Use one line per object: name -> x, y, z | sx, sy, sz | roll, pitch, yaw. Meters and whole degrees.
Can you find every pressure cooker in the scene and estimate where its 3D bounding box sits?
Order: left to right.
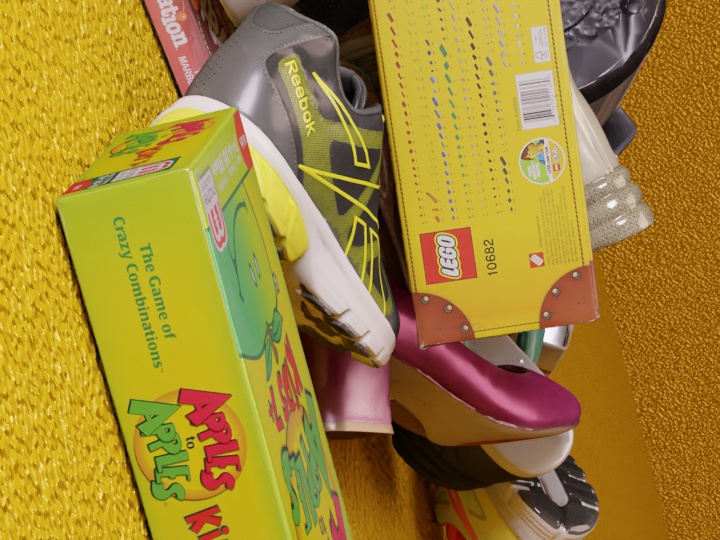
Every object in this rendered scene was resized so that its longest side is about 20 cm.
pressure cooker -> 0.089, -0.155, 1.528 | 0.200, 0.177, 0.178 | 105, -15, -75

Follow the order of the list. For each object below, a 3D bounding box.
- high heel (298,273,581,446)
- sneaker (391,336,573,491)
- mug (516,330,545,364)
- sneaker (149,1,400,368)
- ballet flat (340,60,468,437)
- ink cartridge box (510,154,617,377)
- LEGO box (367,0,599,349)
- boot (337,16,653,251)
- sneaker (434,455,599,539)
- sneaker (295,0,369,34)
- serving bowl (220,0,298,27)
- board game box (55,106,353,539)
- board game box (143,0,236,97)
high heel -> 0.035, 0.031, 1.150 | 0.199, 0.067, 0.097 | 5, 78, -44
sneaker -> 0.025, 0.033, 1.290 | 0.201, 0.070, 0.099 | 56, -30, 7
mug -> 0.060, -0.022, 1.386 | 0.152, 0.113, 0.186 | -83, 158, -66
sneaker -> -0.014, -0.029, 0.970 | 0.085, 0.074, 0.200 | -58, 155, -14
ballet flat -> 0.000, 0.000, 1.184 | 0.072, 0.067, 0.202 | -40, 119, -57
ink cartridge box -> 0.103, -0.003, 1.518 | 0.200, 0.067, 0.117 | 102, 3, -76
LEGO box -> 0.046, -0.085, 1.046 | 0.149, 0.076, 0.202 | -86, 167, -79
boot -> 0.052, -0.061, 1.211 | 0.200, 0.072, 0.156 | -21, -81, 59
sneaker -> 0.068, 0.114, 1.430 | 0.200, 0.078, 0.091 | -110, -140, -55
sneaker -> 0.017, -0.192, 1.354 | 0.199, 0.083, 0.121 | 16, 46, -46
serving bowl -> -0.048, -0.202, 1.004 | 0.200, 0.065, 0.202 | -16, 90, -86
board game box -> -0.045, 0.055, 0.848 | 0.102, 0.047, 0.202 | -69, 146, -74
board game box -> -0.064, -0.102, 1.039 | 0.103, 0.019, 0.201 | -90, 165, -50
